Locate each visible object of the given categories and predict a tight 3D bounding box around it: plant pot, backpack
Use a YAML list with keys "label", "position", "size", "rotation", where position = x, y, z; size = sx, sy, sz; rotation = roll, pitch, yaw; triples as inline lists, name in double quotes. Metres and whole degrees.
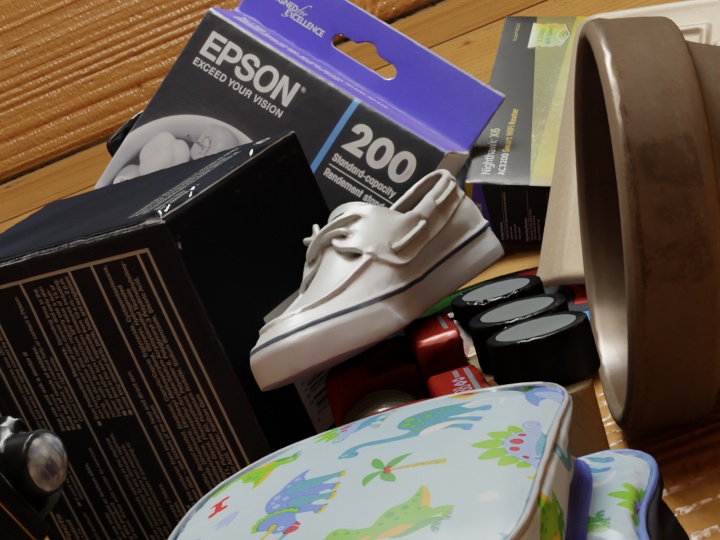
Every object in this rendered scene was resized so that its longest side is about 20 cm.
- label: "plant pot"
  position: [0.199, -0.030, 0.781]
  size: [0.174, 0.201, 0.200]
  rotation: [-6, 15, 4]
- label: "backpack"
  position: [0.008, 0.131, 0.525]
  size: [0.199, 0.147, 0.183]
  rotation: [-22, 11, 17]

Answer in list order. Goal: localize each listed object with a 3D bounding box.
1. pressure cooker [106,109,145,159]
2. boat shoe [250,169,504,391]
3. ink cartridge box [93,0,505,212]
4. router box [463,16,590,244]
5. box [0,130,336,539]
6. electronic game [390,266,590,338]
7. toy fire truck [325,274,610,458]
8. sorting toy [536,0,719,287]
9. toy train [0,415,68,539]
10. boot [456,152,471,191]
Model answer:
- label: "pressure cooker"
  position: [-0.107, -0.020, 1.188]
  size: [0.175, 0.180, 0.200]
  rotation: [5, -7, -17]
- label: "boat shoe"
  position: [0.000, 0.000, 0.802]
  size: [0.073, 0.066, 0.200]
  rotation: [-27, 2, 32]
- label: "ink cartridge box"
  position: [-0.041, -0.082, 1.054]
  size: [0.200, 0.198, 0.043]
  rotation: [-57, -17, -1]
- label: "router box"
  position: [0.162, -0.097, 1.090]
  size: [0.157, 0.052, 0.200]
  rotation: [2, 41, 13]
- label: "box"
  position: [-0.097, 0.053, 0.874]
  size: [0.198, 0.201, 0.123]
  rotation: [-12, 18, 39]
- label: "electronic game"
  position: [0.063, 0.046, 0.972]
  size: [0.199, 0.042, 0.200]
  rotation: [-23, 13, 6]
- label: "toy fire truck"
  position: [0.013, 0.098, 0.741]
  size: [0.199, 0.129, 0.176]
  rotation: [-16, 9, -1]
- label: "sorting toy"
  position: [0.202, -0.077, 0.950]
  size: [0.199, 0.036, 0.186]
  rotation: [-6, 61, 36]
- label: "toy train"
  position: [-0.232, 0.125, 0.791]
  size: [0.199, 0.085, 0.114]
  rotation: [-13, 36, 30]
- label: "boot"
  position: [0.079, -0.036, 1.188]
  size: [0.168, 0.077, 0.200]
  rotation: [-32, 20, -16]
